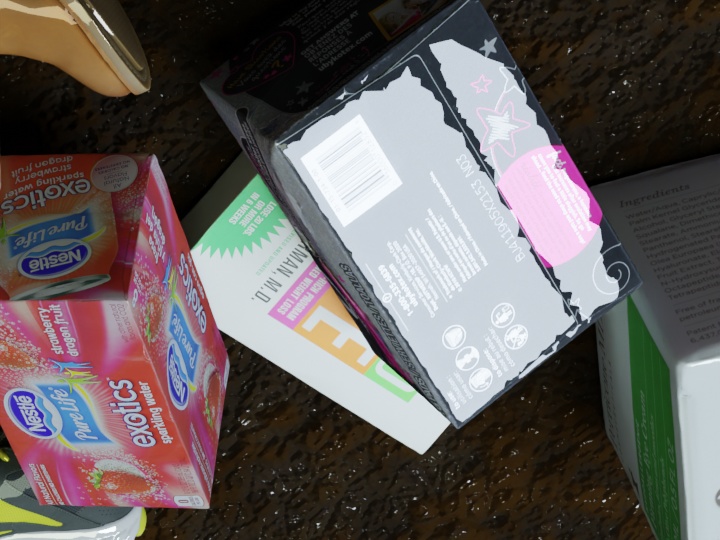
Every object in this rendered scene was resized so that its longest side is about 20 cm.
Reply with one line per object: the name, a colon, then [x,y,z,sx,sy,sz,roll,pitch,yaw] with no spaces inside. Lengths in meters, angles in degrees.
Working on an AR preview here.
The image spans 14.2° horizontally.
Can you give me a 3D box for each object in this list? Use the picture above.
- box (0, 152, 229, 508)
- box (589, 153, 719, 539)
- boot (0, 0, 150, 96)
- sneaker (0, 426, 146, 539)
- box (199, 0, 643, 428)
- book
box: [-0.138,0.035,1.494,0.099,0.096,0.200,0,145,11]
box: [0.247,0.051,1.615,0.199,0.172,0.200,-13,129,-5]
boot: [-0.214,-0.116,1.413,0.155,0.077,0.200,-39,129,16]
sneaker: [-0.216,0.120,1.603,0.199,0.075,0.085,-8,123,-22]
box: [0.030,-0.045,1.484,0.132,0.115,0.200,-37,120,-7]
book: [0.000,0.000,1.590,0.200,0.048,0.134,32,108,-31]
